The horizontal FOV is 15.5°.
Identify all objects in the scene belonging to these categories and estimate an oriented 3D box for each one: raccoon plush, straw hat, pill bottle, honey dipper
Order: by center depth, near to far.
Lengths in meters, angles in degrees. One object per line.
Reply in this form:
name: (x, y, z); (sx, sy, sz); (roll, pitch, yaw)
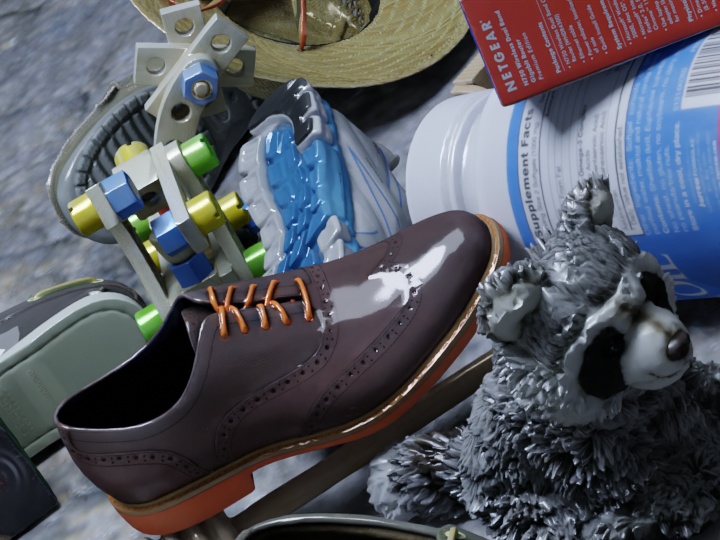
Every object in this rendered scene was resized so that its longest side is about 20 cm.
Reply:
raccoon plush: (0.047, 0.044, 0.977); (0.199, 0.134, 0.097); (-14, 32, 35)
pill bottle: (0.117, -0.042, 1.080); (0.199, 0.112, 0.112); (-6, 37, 46)
honey dipper: (-0.007, 0.081, 1.102); (0.199, 0.038, 0.038); (-32, 24, -3)
straw hat: (-0.040, -0.141, 1.459); (0.200, 0.085, 0.202); (7, 48, -7)

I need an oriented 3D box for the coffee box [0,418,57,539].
coffee box: (-0.255, 0.119, 1.229); (0.200, 0.123, 0.044); (-35, 28, -6)

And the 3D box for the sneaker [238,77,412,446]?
sneaker: (0.000, 0.000, 1.192); (0.075, 0.086, 0.201); (-44, 35, 36)

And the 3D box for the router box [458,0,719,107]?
router box: (0.134, -0.148, 1.096); (0.179, 0.049, 0.200); (-20, 17, 12)

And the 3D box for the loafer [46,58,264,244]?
loafer: (-0.114, -0.074, 1.478); (0.069, 0.075, 0.200); (-19, 19, 41)

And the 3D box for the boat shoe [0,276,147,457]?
boat shoe: (-0.193, 0.069, 1.310); (0.201, 0.072, 0.061); (-27, 20, -3)

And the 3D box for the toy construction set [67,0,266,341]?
toy construction set: (-0.089, -0.040, 1.297); (0.092, 0.131, 0.200); (-23, 31, 18)

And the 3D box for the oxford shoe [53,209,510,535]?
oxford shoe: (-0.031, 0.032, 1.062); (0.200, 0.073, 0.071); (-35, 40, 8)

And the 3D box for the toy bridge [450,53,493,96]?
toy bridge: (0.113, -0.084, 1.260); (0.200, 0.027, 0.067); (2, 43, 52)

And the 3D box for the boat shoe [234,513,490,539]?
boat shoe: (0.025, 0.125, 0.946); (0.201, 0.060, 0.072); (0, 41, 51)
